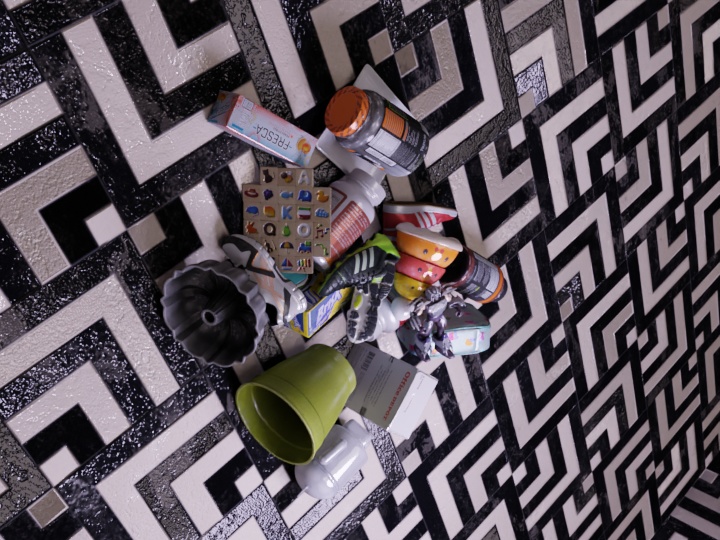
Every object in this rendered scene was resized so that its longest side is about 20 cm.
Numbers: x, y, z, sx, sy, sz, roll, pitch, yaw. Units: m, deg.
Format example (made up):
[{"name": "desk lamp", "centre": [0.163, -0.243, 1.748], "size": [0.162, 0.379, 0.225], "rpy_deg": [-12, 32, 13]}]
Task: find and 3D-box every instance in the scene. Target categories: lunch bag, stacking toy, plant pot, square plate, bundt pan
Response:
[{"name": "lunch bag", "centre": [0.184, 0.129, 1.894], "size": [0.200, 0.160, 0.077], "rpy_deg": [-4, 115, -16]}, {"name": "stacking toy", "centre": [0.117, 0.011, 1.727], "size": [0.146, 0.146, 0.200], "rpy_deg": [14, 96, -45]}, {"name": "plant pot", "centre": [-0.114, 0.253, 1.678], "size": [0.193, 0.200, 0.201], "rpy_deg": [-41, 130, -40]}, {"name": "square plate", "centre": [0.011, -0.282, 1.690], "size": [0.198, 0.028, 0.200], "rpy_deg": [40, 77, -43]}, {"name": "bundt pan", "centre": [-0.250, 0.067, 1.476], "size": [0.076, 0.202, 0.202], "rpy_deg": [-46, 136, -55]}]

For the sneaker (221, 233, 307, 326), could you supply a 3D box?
[{"name": "sneaker", "centre": [-0.189, 0.017, 1.527], "size": [0.200, 0.074, 0.080], "rpy_deg": [46, 57, 0]}]

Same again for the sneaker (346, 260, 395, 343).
[{"name": "sneaker", "centre": [0.011, 0.052, 1.704], "size": [0.077, 0.080, 0.200], "rpy_deg": [22, 80, -7]}]

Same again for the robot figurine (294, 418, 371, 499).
[{"name": "robot figurine", "centre": [-0.064, 0.420, 1.822], "size": [0.200, 0.113, 0.170], "rpy_deg": [-42, 158, -25]}]

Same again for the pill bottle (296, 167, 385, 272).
[{"name": "pill bottle", "centre": [-0.045, -0.102, 1.636], "size": [0.200, 0.112, 0.112], "rpy_deg": [-48, 132, -12]}]

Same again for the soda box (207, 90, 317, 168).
[{"name": "soda box", "centre": [-0.175, -0.253, 1.501], "size": [0.200, 0.068, 0.064], "rpy_deg": [24, 89, -44]}]

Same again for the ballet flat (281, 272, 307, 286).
[{"name": "ballet flat", "centre": [-0.191, 0.040, 1.599], "size": [0.200, 0.069, 0.070], "rpy_deg": [-24, 121, -34]}]

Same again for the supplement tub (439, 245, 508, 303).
[{"name": "supplement tub", "centre": [0.273, 0.016, 1.990], "size": [0.200, 0.107, 0.107], "rpy_deg": [27, 87, -46]}]

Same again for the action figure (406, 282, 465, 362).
[{"name": "action figure", "centre": [0.156, 0.103, 1.725], "size": [0.130, 0.069, 0.200], "rpy_deg": [-18, 134, -15]}]

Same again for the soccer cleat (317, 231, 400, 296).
[{"name": "soccer cleat", "centre": [0.000, 0.000, 1.631], "size": [0.200, 0.081, 0.068], "rpy_deg": [-39, 172, -32]}]

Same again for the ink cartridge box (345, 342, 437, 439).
[{"name": "ink cartridge box", "centre": [0.047, 0.256, 1.802], "size": [0.084, 0.200, 0.146], "rpy_deg": [33, 82, -44]}]

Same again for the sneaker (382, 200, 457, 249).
[{"name": "sneaker", "centre": [0.128, -0.094, 1.838], "size": [0.200, 0.071, 0.113], "rpy_deg": [-1, 102, -35]}]

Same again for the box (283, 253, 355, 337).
[{"name": "box", "centre": [-0.072, 0.046, 1.671], "size": [0.200, 0.064, 0.070], "rpy_deg": [-42, 144, -41]}]

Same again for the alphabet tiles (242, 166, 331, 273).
[{"name": "alphabet tiles", "centre": [-0.137, -0.093, 1.551], "size": [0.006, 0.166, 0.200], "rpy_deg": [-68, 160, -74]}]

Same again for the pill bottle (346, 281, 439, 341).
[{"name": "pill bottle", "centre": [0.070, 0.063, 1.814], "size": [0.200, 0.112, 0.112], "rpy_deg": [-37, 127, -26]}]

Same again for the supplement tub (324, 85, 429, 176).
[{"name": "supplement tub", "centre": [0.031, -0.271, 1.608], "size": [0.200, 0.122, 0.123], "rpy_deg": [25, 88, -44]}]
